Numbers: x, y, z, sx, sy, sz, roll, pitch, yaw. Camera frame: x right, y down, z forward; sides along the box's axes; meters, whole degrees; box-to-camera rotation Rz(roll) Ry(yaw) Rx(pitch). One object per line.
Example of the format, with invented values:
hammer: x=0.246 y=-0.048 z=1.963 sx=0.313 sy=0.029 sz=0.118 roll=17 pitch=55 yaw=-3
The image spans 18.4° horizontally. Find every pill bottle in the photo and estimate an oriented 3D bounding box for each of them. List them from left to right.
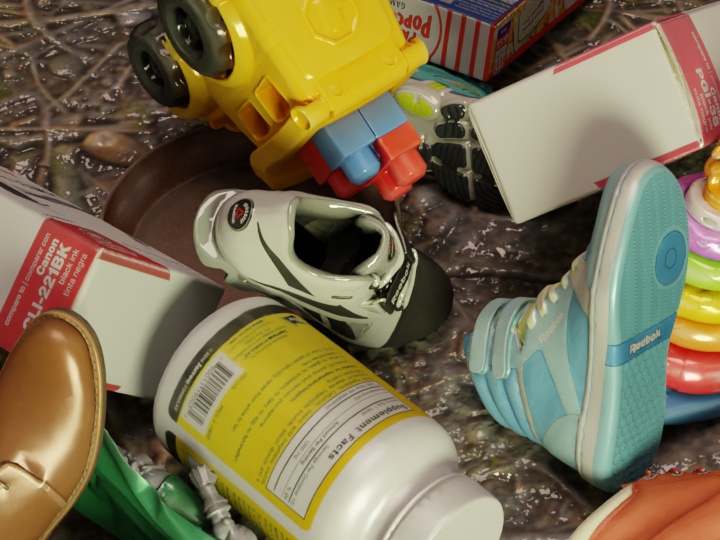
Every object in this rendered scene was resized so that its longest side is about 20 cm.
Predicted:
pill bottle: x=-0.017 y=0.111 z=1.279 sx=0.112 sy=0.113 sz=0.200 roll=-36 pitch=55 yaw=-28

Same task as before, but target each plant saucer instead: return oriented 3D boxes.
plant saucer: x=-0.072 y=-0.020 z=1.461 sx=0.198 sy=0.035 sz=0.201 roll=-1 pitch=47 yaw=1

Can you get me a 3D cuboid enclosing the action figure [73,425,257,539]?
action figure: x=-0.099 y=0.144 z=1.267 sx=0.199 sy=0.119 sz=0.055 roll=35 pitch=64 yaw=19

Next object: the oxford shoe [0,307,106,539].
oxford shoe: x=-0.196 y=0.116 z=1.221 sx=0.071 sy=0.202 sz=0.071 roll=26 pitch=13 yaw=18

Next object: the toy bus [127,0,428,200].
toy bus: x=-0.039 y=-0.120 z=1.441 sx=0.135 sy=0.200 sz=0.193 roll=-33 pitch=89 yaw=-25

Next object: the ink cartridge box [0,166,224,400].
ink cartridge box: x=-0.206 y=-0.004 z=1.358 sx=0.199 sy=0.144 sz=0.084 roll=26 pitch=93 yaw=29

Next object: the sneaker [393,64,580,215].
sneaker: x=0.072 y=-0.104 z=1.512 sx=0.199 sy=0.078 sz=0.080 roll=27 pitch=40 yaw=23

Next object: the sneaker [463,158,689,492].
sneaker: x=0.118 y=0.020 z=1.311 sx=0.130 sy=0.202 sz=0.079 roll=22 pitch=24 yaw=38

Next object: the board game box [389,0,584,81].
board game box: x=0.074 y=-0.215 z=1.600 sx=0.150 sy=0.047 sz=0.200 roll=22 pitch=37 yaw=22

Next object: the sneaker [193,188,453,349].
sneaker: x=0.000 y=0.000 z=1.344 sx=0.088 sy=0.199 sz=0.075 roll=-7 pitch=72 yaw=45

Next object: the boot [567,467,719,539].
boot: x=0.207 y=0.135 z=1.279 sx=0.199 sy=0.075 sz=0.107 roll=-34 pitch=49 yaw=-25

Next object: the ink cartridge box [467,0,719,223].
ink cartridge box: x=0.184 y=-0.108 z=1.403 sx=0.146 sy=0.083 sz=0.199 roll=-23 pitch=-1 yaw=35

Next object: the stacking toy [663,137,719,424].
stacking toy: x=0.209 y=-0.015 z=1.326 sx=0.115 sy=0.201 sz=0.110 roll=-12 pitch=47 yaw=-21
